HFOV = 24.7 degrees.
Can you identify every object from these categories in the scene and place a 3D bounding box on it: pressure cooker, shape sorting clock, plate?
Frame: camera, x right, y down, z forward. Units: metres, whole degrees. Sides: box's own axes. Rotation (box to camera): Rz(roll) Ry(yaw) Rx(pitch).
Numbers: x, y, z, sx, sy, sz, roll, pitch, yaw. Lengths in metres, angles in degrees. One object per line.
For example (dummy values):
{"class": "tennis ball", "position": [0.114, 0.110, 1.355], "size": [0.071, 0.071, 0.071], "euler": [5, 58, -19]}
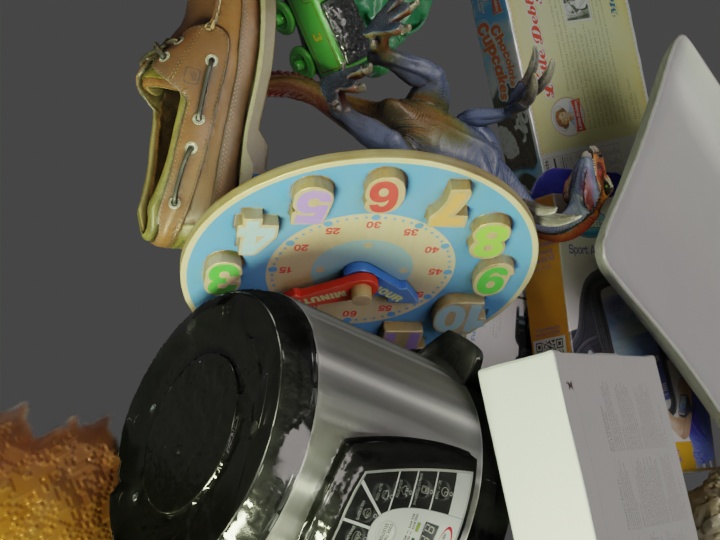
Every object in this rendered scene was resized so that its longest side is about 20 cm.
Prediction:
{"class": "pressure cooker", "position": [-0.013, 0.116, 0.898], "size": [0.200, 0.176, 0.179], "euler": [26, 47, -32]}
{"class": "shape sorting clock", "position": [0.000, 0.000, 0.913], "size": [0.200, 0.200, 0.039], "euler": [17, 53, -33]}
{"class": "plate", "position": [0.217, -0.015, 1.047], "size": [0.200, 0.032, 0.200], "euler": [49, 49, -29]}

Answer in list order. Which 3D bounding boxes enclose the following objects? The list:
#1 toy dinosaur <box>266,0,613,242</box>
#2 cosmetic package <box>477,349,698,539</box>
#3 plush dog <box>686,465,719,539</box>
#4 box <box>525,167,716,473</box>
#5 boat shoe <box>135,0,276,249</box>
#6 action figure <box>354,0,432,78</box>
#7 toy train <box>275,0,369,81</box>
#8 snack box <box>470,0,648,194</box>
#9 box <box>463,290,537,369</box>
{"class": "toy dinosaur", "position": [0.059, -0.079, 0.976], "size": [0.181, 0.200, 0.105], "euler": [45, 63, -36]}
{"class": "cosmetic package", "position": [0.137, 0.146, 0.900], "size": [0.151, 0.052, 0.201], "euler": [10, 66, -61]}
{"class": "plush dog", "position": [0.254, 0.186, 1.037], "size": [0.172, 0.200, 0.161], "euler": [52, 19, -38]}
{"class": "box", "position": [0.162, 0.031, 1.042], "size": [0.119, 0.041, 0.201], "euler": [1, 81, -36]}
{"class": "boat shoe", "position": [-0.090, -0.110, 0.930], "size": [0.068, 0.072, 0.201], "euler": [3, 79, -20]}
{"class": "action figure", "position": [0.017, -0.221, 1.032], "size": [0.118, 0.055, 0.201], "euler": [8, 87, -36]}
{"class": "toy train", "position": [-0.049, -0.205, 0.981], "size": [0.042, 0.056, 0.200], "euler": [-32, 104, -34]}
{"class": "snack box", "position": [0.144, -0.116, 1.121], "size": [0.116, 0.037, 0.201], "euler": [-14, 93, -37]}
{"class": "box", "position": [0.120, 0.078, 1.068], "size": [0.200, 0.060, 0.117], "euler": [10, 78, -35]}
